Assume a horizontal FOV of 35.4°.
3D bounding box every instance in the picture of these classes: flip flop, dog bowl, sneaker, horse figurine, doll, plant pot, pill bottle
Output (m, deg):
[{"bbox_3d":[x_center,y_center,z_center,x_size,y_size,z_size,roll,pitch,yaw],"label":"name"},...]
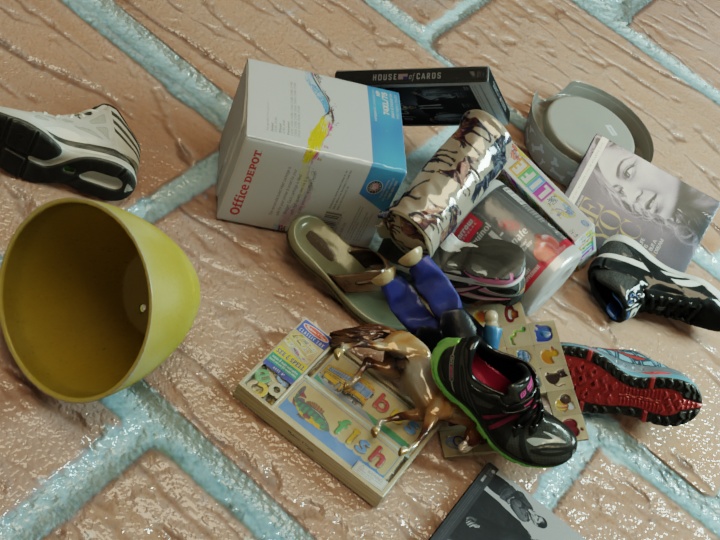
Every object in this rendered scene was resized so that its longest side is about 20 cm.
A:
[{"bbox_3d":[0.000,0.000,1.348,0.200,0.058,0.081,42,47,-2],"label":"flip flop"},{"bbox_3d":[0.334,-0.194,1.677,0.200,0.059,0.200,13,48,-14],"label":"dog bowl"},{"bbox_3d":[0.313,0.135,1.387,0.200,0.079,0.096,18,15,3],"label":"sneaker"},{"bbox_3d":[0.111,0.003,1.383,0.200,0.086,0.080,19,59,32],"label":"sneaker"},{"bbox_3d":[0.163,0.144,1.215,0.200,0.084,0.077,39,55,-15],"label":"sneaker"},{"bbox_3d":[0.049,0.125,1.243,0.132,0.050,0.200,-19,62,-34],"label":"horse figurine"},{"bbox_3d":[0.093,0.077,1.292,0.200,0.136,0.048,56,13,7],"label":"doll"},{"bbox_3d":[-0.247,0.027,1.155,0.200,0.200,0.142,48,22,19],"label":"plant pot"},{"bbox_3d":[0.389,0.046,1.493,0.200,0.073,0.112,32,52,12],"label":"sneaker"},{"bbox_3d":[0.174,-0.046,1.439,0.200,0.111,0.111,43,48,15],"label":"pill bottle"},{"bbox_3d":[-0.357,-0.160,1.340,0.200,0.076,0.115,22,37,-17],"label":"sneaker"}]

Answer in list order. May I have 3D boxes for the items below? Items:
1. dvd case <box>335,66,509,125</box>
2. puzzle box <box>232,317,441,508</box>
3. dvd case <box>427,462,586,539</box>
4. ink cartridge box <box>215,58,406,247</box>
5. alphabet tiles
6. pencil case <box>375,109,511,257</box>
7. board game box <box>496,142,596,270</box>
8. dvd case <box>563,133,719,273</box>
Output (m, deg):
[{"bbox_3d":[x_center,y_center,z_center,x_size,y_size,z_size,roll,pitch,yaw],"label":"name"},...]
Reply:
[{"bbox_3d":[0.083,-0.226,1.476,0.200,0.150,0.025,1,77,18],"label":"dvd case"},{"bbox_3d":[-0.023,0.152,1.239,0.200,0.025,0.133,37,46,9],"label":"puzzle box"},{"bbox_3d":[0.176,0.314,1.188,0.200,0.025,0.150,39,47,10],"label":"dvd case"},{"bbox_3d":[-0.064,-0.143,1.392,0.200,0.147,0.146,11,48,-16],"label":"ink cartridge box"},{"bbox_3d":[0.162,0.122,1.323,0.167,0.008,0.200,-7,52,-4],"label":"alphabet tiles"},{"bbox_3d":[0.104,-0.107,1.367,0.089,0.078,0.200,23,63,34],"label":"pencil case"},{"bbox_3d":[0.233,-0.099,1.503,0.034,0.134,0.200,-41,69,-1],"label":"board game box"},{"bbox_3d":[0.382,-0.080,1.572,0.200,0.016,0.149,29,81,2],"label":"dvd case"}]
